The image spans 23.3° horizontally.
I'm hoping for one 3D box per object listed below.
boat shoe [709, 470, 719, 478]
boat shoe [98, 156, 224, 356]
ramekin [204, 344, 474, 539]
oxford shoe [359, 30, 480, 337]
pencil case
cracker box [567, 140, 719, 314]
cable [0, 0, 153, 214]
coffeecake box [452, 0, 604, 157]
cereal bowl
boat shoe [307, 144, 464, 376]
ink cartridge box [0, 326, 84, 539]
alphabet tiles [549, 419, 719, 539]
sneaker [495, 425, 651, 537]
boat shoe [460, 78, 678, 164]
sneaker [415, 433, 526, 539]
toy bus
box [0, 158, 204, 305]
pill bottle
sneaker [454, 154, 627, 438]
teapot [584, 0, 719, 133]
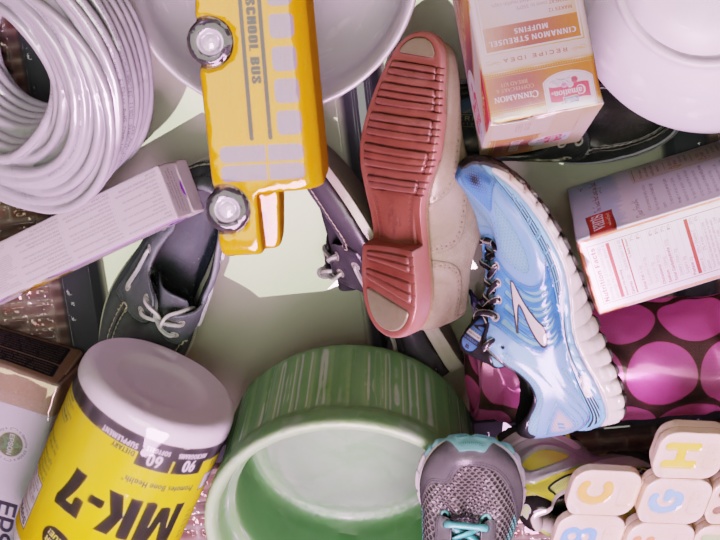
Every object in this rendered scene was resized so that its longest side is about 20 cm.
[{"bbox_3d":[0.299,0.154,1.226,0.201,0.072,0.072,-53,138,2],"label":"boat shoe"},{"bbox_3d":[-0.141,0.013,1.249,0.072,0.062,0.201,27,106,-3],"label":"boat shoe"},{"bbox_3d":[-0.007,0.148,1.230,0.197,0.098,0.202,1,128,2],"label":"ramekin"},{"bbox_3d":[0.046,-0.059,1.166,0.073,0.070,0.202,-6,109,-41],"label":"oxford shoe"},{"bbox_3d":[0.172,0.056,1.225,0.197,0.094,0.091,1,132,2],"label":"pencil case"},{"bbox_3d":[0.241,-0.043,1.164,0.198,0.134,0.058,-17,105,10],"label":"cracker box"},{"bbox_3d":[-0.231,-0.138,1.175,0.198,0.069,0.202,3,118,32],"label":"cable"},{"bbox_3d":[0.093,-0.183,1.094,0.072,0.154,0.203,-10,86,1],"label":"coffeecake box"},{"bbox_3d":[-0.056,-0.210,1.167,0.197,0.083,0.203,1,106,5],"label":"cereal bowl"},{"bbox_3d":[0.000,0.000,1.230,0.062,0.073,0.201,-30,107,11],"label":"boat shoe"},{"bbox_3d":[-0.308,0.139,1.293,0.163,0.075,0.202,16,106,1],"label":"ink cartridge box"},{"bbox_3d":[0.224,0.184,1.188,0.193,0.015,0.202,4,125,-12],"label":"alphabet tiles"},{"bbox_3d":[0.175,0.171,1.235,0.198,0.077,0.076,15,125,-25],"label":"sneaker"},{"bbox_3d":[0.125,-0.101,1.197,0.197,0.057,0.069,-2,106,6],"label":"boat shoe"},{"bbox_3d":[0.070,0.196,1.143,0.077,0.092,0.202,1,128,0],"label":"sneaker"},{"bbox_3d":[-0.065,-0.115,1.120,0.077,0.065,0.202,-4,106,4],"label":"toy bus"},{"bbox_3d":[-0.200,-0.022,1.224,0.199,0.039,0.042,-24,89,28],"label":"box"},{"bbox_3d":[-0.175,0.159,1.221,0.113,0.114,0.201,24,111,-3],"label":"pill bottle"},{"bbox_3d":[0.101,0.022,1.131,0.089,0.078,0.202,-23,100,1],"label":"sneaker"},{"bbox_3d":[0.222,-0.179,1.099,0.197,0.146,0.200,7,91,10],"label":"teapot"}]
